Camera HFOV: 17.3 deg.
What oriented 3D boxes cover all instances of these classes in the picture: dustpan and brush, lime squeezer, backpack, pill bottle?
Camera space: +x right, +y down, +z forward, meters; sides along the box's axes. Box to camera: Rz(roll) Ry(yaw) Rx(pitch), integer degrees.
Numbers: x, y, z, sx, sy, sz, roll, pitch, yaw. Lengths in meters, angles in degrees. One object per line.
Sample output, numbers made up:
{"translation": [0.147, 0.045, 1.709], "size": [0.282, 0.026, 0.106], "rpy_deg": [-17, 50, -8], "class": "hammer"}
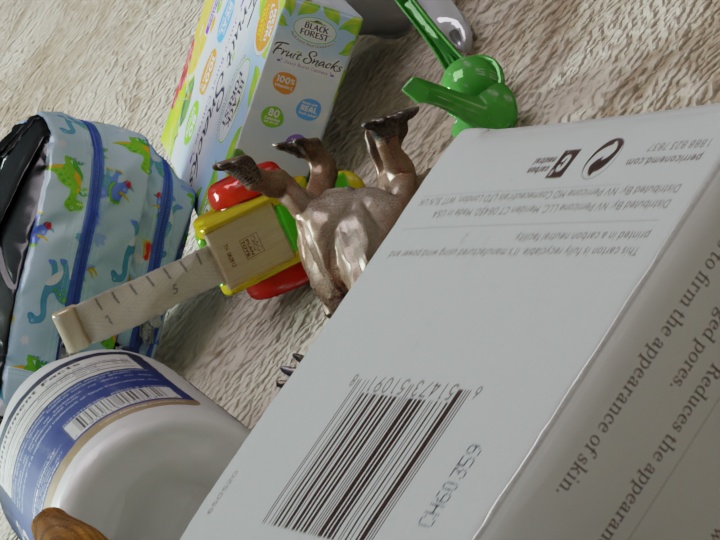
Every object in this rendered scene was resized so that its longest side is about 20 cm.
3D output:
{"translation": [0.015, -0.174, 1.362], "size": [0.057, 0.140, 0.200], "rpy_deg": [-9, 36, -10], "class": "dustpan and brush"}
{"translation": [0.044, -0.094, 1.190], "size": [0.038, 0.071, 0.200], "rpy_deg": [-63, 10, 18], "class": "lime squeezer"}
{"translation": [-0.175, 0.011, 1.341], "size": [0.163, 0.154, 0.200], "rpy_deg": [179, 91, -70], "class": "backpack"}
{"translation": [-0.111, 0.099, 1.113], "size": [0.111, 0.111, 0.200], "rpy_deg": [-52, 21, -5], "class": "pill bottle"}

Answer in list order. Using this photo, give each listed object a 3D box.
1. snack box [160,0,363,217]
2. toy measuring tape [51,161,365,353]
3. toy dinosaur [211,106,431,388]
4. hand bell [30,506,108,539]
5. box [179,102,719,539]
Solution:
{"translation": [-0.062, -0.109, 1.385], "size": [0.200, 0.053, 0.142], "rpy_deg": [-123, 50, -68], "class": "snack box"}
{"translation": [-0.081, -0.005, 1.230], "size": [0.200, 0.074, 0.074], "rpy_deg": [-27, 9, -29], "class": "toy measuring tape"}
{"translation": [0.000, 0.000, 1.112], "size": [0.086, 0.136, 0.200], "rpy_deg": [-14, 5, 10], "class": "toy dinosaur"}
{"translation": [-0.083, 0.146, 0.898], "size": [0.104, 0.104, 0.200], "rpy_deg": [-49, 41, 2], "class": "hand bell"}
{"translation": [0.072, 0.061, 0.778], "size": [0.200, 0.131, 0.199], "rpy_deg": [-55, 21, -16], "class": "box"}
